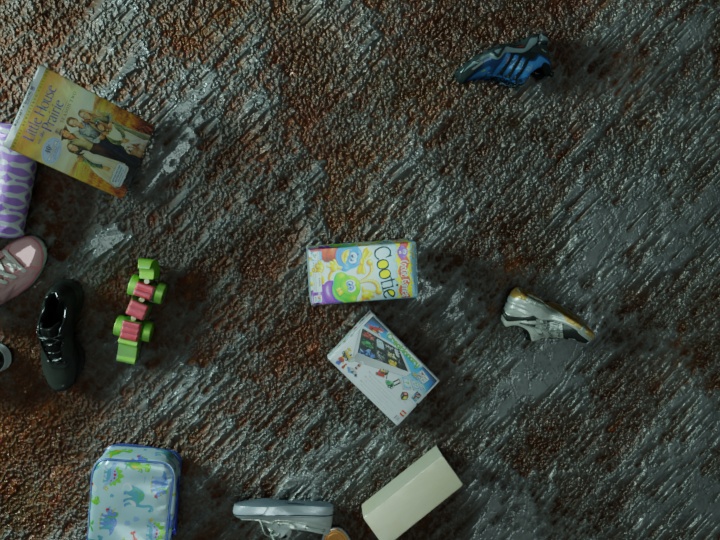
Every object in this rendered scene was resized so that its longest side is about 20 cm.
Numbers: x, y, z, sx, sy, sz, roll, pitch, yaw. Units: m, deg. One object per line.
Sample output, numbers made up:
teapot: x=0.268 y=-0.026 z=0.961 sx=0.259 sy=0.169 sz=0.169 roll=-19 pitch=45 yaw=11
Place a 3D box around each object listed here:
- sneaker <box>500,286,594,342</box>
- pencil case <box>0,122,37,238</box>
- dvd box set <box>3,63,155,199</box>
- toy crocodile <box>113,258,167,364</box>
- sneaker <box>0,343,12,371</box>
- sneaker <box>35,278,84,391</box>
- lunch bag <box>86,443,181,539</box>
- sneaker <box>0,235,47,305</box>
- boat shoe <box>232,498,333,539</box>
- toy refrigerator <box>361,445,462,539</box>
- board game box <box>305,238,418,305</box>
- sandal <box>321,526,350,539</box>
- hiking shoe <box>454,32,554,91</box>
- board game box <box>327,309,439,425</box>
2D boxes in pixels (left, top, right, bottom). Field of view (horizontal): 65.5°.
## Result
sneaker: x=0.377 y=0.109 z=1.144 sx=0.197 sy=0.076 sz=0.089 roll=25 pitch=108 yaw=-7
pencil case: x=-0.609 y=-0.157 z=0.961 sx=0.084 sy=0.084 sz=0.204 roll=11 pitch=95 yaw=-19
dvd box set: x=-0.474 y=-0.232 z=0.958 sx=0.198 sy=0.029 sz=0.148 roll=26 pitch=87 yaw=-33
toy crocodile: x=-0.407 y=0.075 z=1.027 sx=0.066 sy=0.062 sz=0.203 roll=18 pitch=94 yaw=-9
sneaker: x=-0.731 y=0.175 z=0.978 sx=0.196 sy=0.090 sz=0.068 roll=-11 pitch=97 yaw=-6
sneaker: x=-0.544 y=0.121 z=0.999 sx=0.074 sy=0.091 sz=0.204 roll=0 pitch=97 yaw=-10
lunch bag: x=-0.421 y=0.437 z=1.055 sx=0.158 sy=0.082 sz=0.204 roll=6 pitch=95 yaw=-7
sneaker: x=-0.639 y=0.022 z=0.968 sx=0.200 sy=0.105 sz=0.076 roll=-43 pitch=98 yaw=-2
boat shoe: x=-0.153 y=0.501 z=1.101 sx=0.198 sy=0.075 sz=0.088 roll=8 pitch=78 yaw=-15
toy refrigerator: x=0.103 y=0.455 z=1.138 sx=0.199 sy=0.070 sz=0.076 roll=-38 pitch=93 yaw=-3
board game box: x=0.000 y=0.000 z=1.054 sx=0.196 sy=0.105 sz=0.105 roll=-4 pitch=96 yaw=-8
sandal: x=-0.022 y=0.628 z=1.142 sx=0.078 sy=0.059 sz=0.209 roll=-28 pitch=99 yaw=-4
hiking shoe: x=0.277 y=-0.383 z=1.064 sx=0.197 sy=0.074 sz=0.088 roll=-21 pitch=98 yaw=-5
board game box: x=0.046 y=0.194 z=1.116 sx=0.126 sy=0.035 sz=0.200 roll=-45 pitch=100 yaw=0
